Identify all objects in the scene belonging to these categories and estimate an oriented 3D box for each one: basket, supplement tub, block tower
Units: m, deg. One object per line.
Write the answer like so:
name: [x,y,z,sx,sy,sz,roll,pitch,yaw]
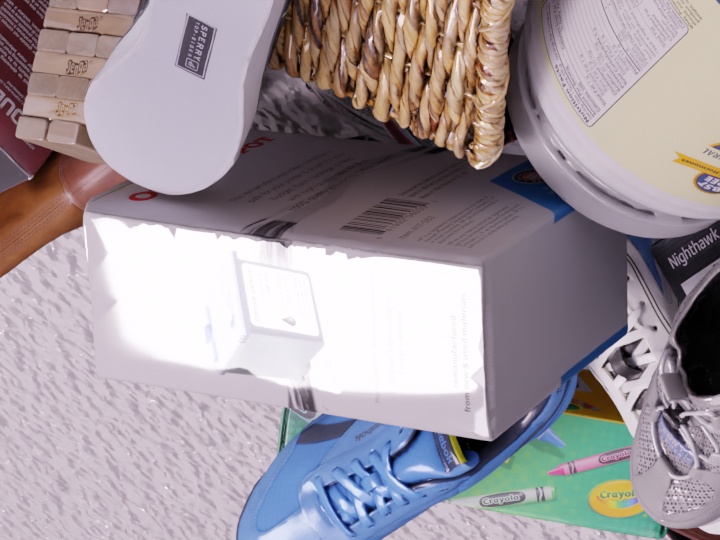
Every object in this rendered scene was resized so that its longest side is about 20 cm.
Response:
basket: [0.031,-0.168,1.139,0.149,0.143,0.200,25,145,20]
supplement tub: [0.154,-0.108,1.120,0.145,0.145,0.200,35,148,-5]
block tower: [-0.096,-0.148,1.243,0.054,0.201,0.058,9,175,33]

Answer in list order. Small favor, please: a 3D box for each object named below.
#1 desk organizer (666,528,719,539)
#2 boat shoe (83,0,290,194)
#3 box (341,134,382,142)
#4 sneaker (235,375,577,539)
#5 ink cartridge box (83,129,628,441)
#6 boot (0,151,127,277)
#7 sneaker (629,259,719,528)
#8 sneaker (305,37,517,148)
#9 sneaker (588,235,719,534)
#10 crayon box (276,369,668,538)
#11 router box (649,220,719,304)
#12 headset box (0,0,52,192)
desk organizer: [0.241,0.141,1.378,0.072,0.077,0.200,48,167,-26]
boat shoe: [-0.060,-0.099,1.129,0.069,0.057,0.200,30,147,-1]
box: [-0.015,-0.012,1.431,0.200,0.044,0.160,-6,157,44]
sneaker: [0.017,0.090,1.338,0.200,0.078,0.066,-35,94,13]
ink cartridge box: [0.000,0.000,1.224,0.200,0.146,0.086,6,110,29]
boot: [-0.151,-0.035,1.383,0.069,0.200,0.188,50,-176,-15]
sneaker: [0.151,0.043,1.202,0.075,0.082,0.200,46,140,26]
sneaker: [-0.014,-0.116,1.315,0.200,0.078,0.082,41,148,-14]
sneaker: [0.131,0.037,1.314,0.072,0.072,0.200,-41,65,39]
crayon box: [0.065,0.082,1.429,0.199,0.119,0.058,10,100,6]
router box: [0.235,0.006,1.205,0.200,0.051,0.149,-37,78,46]
headset box: [-0.180,-0.105,1.355,0.075,0.200,0.149,46,145,-18]
